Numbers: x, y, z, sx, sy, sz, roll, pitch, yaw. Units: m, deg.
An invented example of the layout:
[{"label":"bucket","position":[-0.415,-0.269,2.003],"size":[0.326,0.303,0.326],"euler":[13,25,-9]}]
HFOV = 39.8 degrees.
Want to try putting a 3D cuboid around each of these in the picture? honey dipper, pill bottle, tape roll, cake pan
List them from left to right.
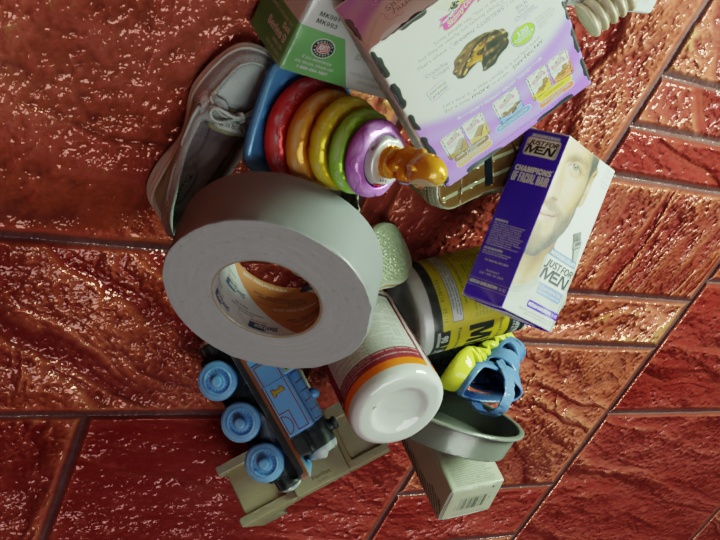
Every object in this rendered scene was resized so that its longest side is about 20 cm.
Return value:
[{"label":"tape roll","position":[-0.081,0.005,0.929],"size":[0.199,0.066,0.201],"euler":[8,137,7]},{"label":"pill bottle","position":[0.007,0.088,1.120],"size":[0.109,0.200,0.110],"euler":[-13,132,-16]},{"label":"cake pan","position":[0.099,0.178,1.204],"size":[0.199,0.200,0.037],"euler":[13,99,-37]},{"label":"pill bottle","position":[0.142,0.028,1.208],"size":[0.198,0.115,0.115],"euler":[-14,136,-17]},{"label":"honey dipper","position":[0.290,-0.289,0.916],"size":[0.199,0.038,0.038],"euler":[-35,138,5]}]

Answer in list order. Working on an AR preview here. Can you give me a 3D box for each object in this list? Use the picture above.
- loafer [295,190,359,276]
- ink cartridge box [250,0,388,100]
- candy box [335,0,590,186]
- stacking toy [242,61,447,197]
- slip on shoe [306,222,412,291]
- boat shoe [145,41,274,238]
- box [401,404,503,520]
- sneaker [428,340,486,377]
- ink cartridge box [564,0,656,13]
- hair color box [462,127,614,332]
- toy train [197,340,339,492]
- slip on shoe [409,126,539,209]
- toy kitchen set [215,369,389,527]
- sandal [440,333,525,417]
[{"label":"loafer","position":[-0.042,-0.060,1.053],"size":[0.075,0.068,0.201],"euler":[-10,135,-21]},{"label":"ink cartridge box","position":[0.015,-0.264,0.873],"size":[0.144,0.088,0.201],"euler":[10,123,-36]},{"label":"candy box","position":[0.096,-0.195,0.869],"size":[0.167,0.072,0.200],"euler":[-35,142,2]},{"label":"stacking toy","position":[0.000,-0.107,0.885],"size":[0.116,0.199,0.111],"euler":[7,104,-50]},{"label":"slip on shoe","position":[0.000,0.000,1.089],"size":[0.061,0.200,0.075],"euler":[-19,102,32]},{"label":"boat shoe","position":[-0.138,-0.121,0.941],"size":[0.074,0.065,0.202],"euler":[17,121,-40]},{"label":"box","position":[0.104,0.221,1.308],"size":[0.082,0.201,0.069],"euler":[-5,136,-23]},{"label":"sneaker","position":[0.106,0.086,1.290],"size":[0.199,0.060,0.104],"euler":[12,124,-42]},{"label":"ink cartridge box","position":[0.203,-0.327,0.920],"size":[0.199,0.085,0.146],"euler":[-4,133,-29]},{"label":"hair color box","position":[0.200,-0.043,1.109],"size":[0.109,0.065,0.201],"euler":[24,86,-46]},{"label":"toy train","position":[-0.105,0.152,1.144],"size":[0.114,0.201,0.087],"euler":[-30,180,1]},{"label":"slip on shoe","position":[0.135,-0.117,1.108],"size":[0.199,0.060,0.077],"euler":[-24,121,-34]},{"label":"toy kitchen set","position":[-0.085,0.209,1.282],"size":[0.199,0.164,0.181],"euler":[-27,166,-4]},{"label":"sandal","position":[0.169,0.134,1.252],"size":[0.080,0.087,0.200],"euler":[-57,163,24]}]
